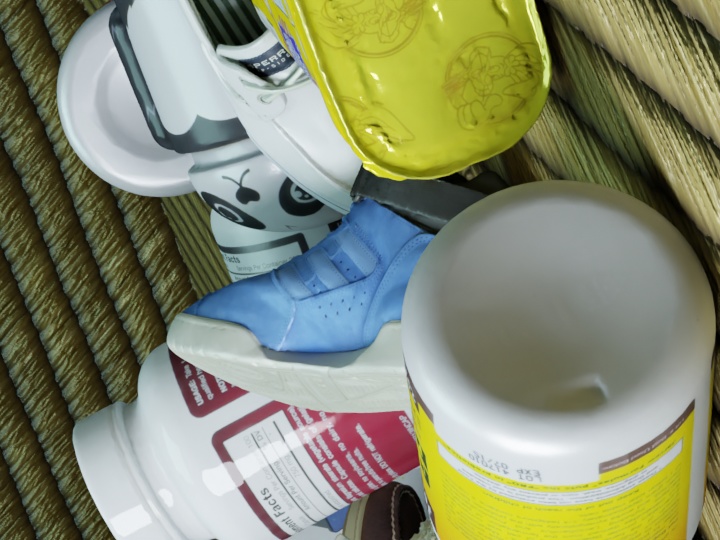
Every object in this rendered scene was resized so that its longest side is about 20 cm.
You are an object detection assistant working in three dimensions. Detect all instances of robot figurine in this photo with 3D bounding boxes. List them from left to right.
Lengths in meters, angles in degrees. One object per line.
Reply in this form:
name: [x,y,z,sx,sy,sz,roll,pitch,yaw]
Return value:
robot figurine: [-0.049,-0.116,1.367,0.150,0.125,0.200,-152,40,-79]

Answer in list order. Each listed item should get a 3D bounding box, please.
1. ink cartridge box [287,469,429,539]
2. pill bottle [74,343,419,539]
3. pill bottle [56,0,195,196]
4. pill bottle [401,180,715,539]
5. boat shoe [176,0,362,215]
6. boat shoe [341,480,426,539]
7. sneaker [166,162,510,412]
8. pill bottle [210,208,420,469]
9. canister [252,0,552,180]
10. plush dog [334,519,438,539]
ink cartridge box: [0.016,0.134,1.589,0.088,0.145,0.200,75,170,-45]
pill bottle: [-0.033,0.064,1.384,0.113,0.200,0.113,60,-174,-10]
pill bottle: [-0.107,-0.109,1.609,0.200,0.113,0.113,-93,-19,-80]
pill bottle: [0.074,0.058,1.050,0.200,0.109,0.109,80,165,-62]
boat shoe: [-0.042,-0.100,1.274,0.200,0.074,0.067,51,-168,-5]
boat shoe: [0.038,0.185,1.416,0.072,0.072,0.200,52,-156,-42]
sneaker: [0.001,0.000,1.260,0.077,0.111,0.200,29,161,-37]
pill bottle: [-0.008,0.004,1.497,0.112,0.112,0.200,-140,29,-75]
canister: [-0.003,-0.134,1.130,0.200,0.087,0.149,-126,14,-67]
plush dog: [0.079,0.132,1.216,0.200,0.160,0.172,64,147,20]
